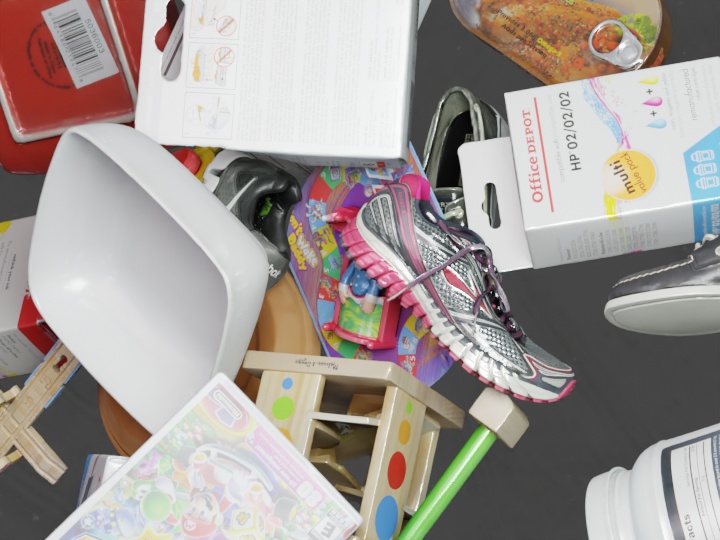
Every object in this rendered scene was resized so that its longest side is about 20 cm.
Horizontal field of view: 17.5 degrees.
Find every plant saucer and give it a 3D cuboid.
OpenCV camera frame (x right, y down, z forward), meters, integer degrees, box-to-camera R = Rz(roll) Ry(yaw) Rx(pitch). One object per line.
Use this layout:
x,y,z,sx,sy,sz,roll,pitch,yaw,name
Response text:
-0.126,0.071,1.835,0.200,0.037,0.201,-11,65,25,plant saucer

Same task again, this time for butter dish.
-0.222,-0.200,1.944,0.199,0.148,0.201,-9,108,26,butter dish

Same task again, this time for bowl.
-0.148,0.002,1.694,0.200,0.075,0.200,43,136,22,bowl

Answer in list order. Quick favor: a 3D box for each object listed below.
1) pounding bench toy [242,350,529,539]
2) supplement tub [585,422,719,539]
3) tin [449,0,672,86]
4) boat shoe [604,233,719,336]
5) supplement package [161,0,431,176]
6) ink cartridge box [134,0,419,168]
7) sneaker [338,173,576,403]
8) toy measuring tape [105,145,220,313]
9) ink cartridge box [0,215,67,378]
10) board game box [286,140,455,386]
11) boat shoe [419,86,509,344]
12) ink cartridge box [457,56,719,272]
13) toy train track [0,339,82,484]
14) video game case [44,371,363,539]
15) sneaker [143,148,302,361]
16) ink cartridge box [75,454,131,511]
0.013,0.156,1.669,0.199,0.124,0.157,3,71,29,pounding bench toy
0.262,0.164,1.519,0.199,0.140,0.141,-20,61,21,supplement tub
0.154,-0.202,1.793,0.200,0.042,0.112,40,96,35,tin
0.267,0.000,1.625,0.199,0.074,0.061,-11,65,22,boat shoe
-0.046,-0.193,1.827,0.111,0.156,0.201,19,79,33,supplement package
-0.059,-0.161,1.716,0.199,0.050,0.163,3,84,9,ink cartridge box
0.076,0.017,1.650,0.200,0.081,0.075,43,101,8,sneaker
-0.142,-0.037,1.843,0.073,0.074,0.200,-8,38,26,toy measuring tape
-0.283,0.022,1.909,0.199,0.067,0.117,-10,52,25,ink cartridge box
0.000,0.000,1.744,0.158,0.039,0.201,-38,66,37,board game box
0.067,-0.040,1.757,0.070,0.064,0.201,-4,68,27,boat shoe
0.170,-0.074,1.679,0.199,0.068,0.116,-10,64,6,ink cartridge box
-0.263,0.102,1.845,0.115,0.033,0.200,48,126,8,toy train track
-0.117,0.188,1.582,0.200,0.018,0.143,-44,88,-5,video game case
-0.102,0.001,1.785,0.090,0.066,0.201,10,73,39,sneaker
-0.166,0.210,1.690,0.086,0.200,0.147,12,83,-8,ink cartridge box
